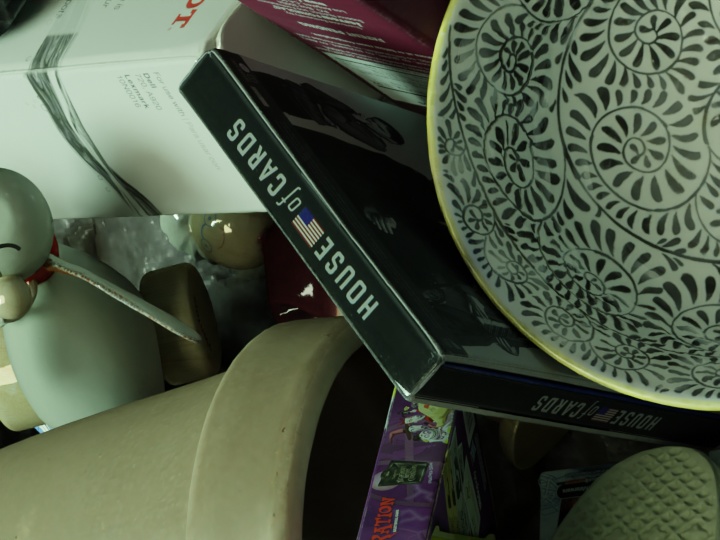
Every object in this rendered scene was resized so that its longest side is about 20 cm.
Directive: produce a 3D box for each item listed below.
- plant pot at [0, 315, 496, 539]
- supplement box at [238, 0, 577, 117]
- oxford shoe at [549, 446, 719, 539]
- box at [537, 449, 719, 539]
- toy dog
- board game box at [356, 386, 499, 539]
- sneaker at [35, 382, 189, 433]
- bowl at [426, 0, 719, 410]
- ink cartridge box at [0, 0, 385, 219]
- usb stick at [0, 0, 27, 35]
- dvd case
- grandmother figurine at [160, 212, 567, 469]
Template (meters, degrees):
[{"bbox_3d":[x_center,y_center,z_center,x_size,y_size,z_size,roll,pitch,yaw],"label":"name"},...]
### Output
[{"bbox_3d":[-0.061,0.121,1.059,0.174,0.200,0.201,-6,96,22],"label":"plant pot"},{"bbox_3d":[0.011,-0.133,1.002,0.086,0.200,0.111,16,82,39],"label":"supplement box"},{"bbox_3d":[0.090,0.152,0.977,0.075,0.058,0.200,-8,53,30],"label":"oxford shoe"},{"bbox_3d":[0.155,0.129,0.999,0.200,0.040,0.137,-10,65,32],"label":"box"},{"bbox_3d":[-0.117,0.035,1.119,0.132,0.200,0.097,-26,68,24],"label":"toy dog"},{"bbox_3d":[0.033,0.147,0.973,0.032,0.120,0.200,-6,121,10],"label":"board game box"},{"bbox_3d":[-0.096,0.079,1.242,0.200,0.076,0.077,26,112,35],"label":"sneaker"},{"bbox_3d":[0.128,-0.048,0.985,0.200,0.094,0.201,-1,82,11],"label":"bowl"},{"bbox_3d":[-0.078,-0.096,1.133,0.200,0.146,0.084,0,134,41],"label":"ink cartridge box"},{"bbox_3d":[-0.120,-0.160,1.147,0.055,0.200,0.033,-11,127,39],"label":"usb stick"},{"bbox_3d":[0.039,-0.004,1.012,0.025,0.200,0.150,-48,58,19],"label":"dvd case"},{"bbox_3d":[0.000,0.000,1.156,0.200,0.061,0.122,24,106,32],"label":"grandmother figurine"}]
